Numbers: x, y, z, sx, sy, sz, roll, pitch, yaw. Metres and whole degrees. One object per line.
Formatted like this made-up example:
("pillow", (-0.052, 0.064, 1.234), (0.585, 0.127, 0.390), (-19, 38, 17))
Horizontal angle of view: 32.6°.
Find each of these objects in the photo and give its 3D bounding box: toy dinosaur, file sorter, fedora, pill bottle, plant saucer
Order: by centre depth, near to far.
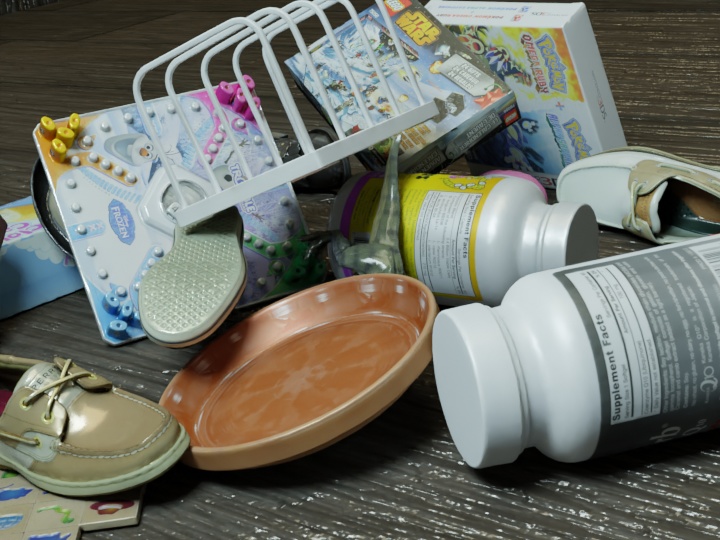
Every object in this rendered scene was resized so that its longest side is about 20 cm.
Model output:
("pill bottle", (0.151, 0.050, 0.737), (0.200, 0.116, 0.116), (-11, 21, -11))
("plant saucer", (-0.039, 0.068, 0.812), (0.200, 0.032, 0.200), (-21, 21, 9))
("toy dinosaur", (0.000, 0.000, 0.926), (0.088, 0.200, 0.047), (-15, -28, 31))
("file sorter", (-0.059, -0.134, 0.961), (0.139, 0.125, 0.200), (-20, 7, 33))
("pill bottle", (0.081, -0.023, 0.971), (0.200, 0.104, 0.104), (6, 24, 30))
("fedora", (-0.188, -0.081, 1.104), (0.200, 0.092, 0.201), (15, 50, -18))

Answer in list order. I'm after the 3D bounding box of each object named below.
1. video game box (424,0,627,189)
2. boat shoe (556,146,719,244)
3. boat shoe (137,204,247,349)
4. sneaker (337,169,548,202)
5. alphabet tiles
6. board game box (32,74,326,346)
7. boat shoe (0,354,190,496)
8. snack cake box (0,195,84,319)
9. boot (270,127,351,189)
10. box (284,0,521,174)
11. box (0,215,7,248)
("video game box", (0.160, -0.168, 1.204), (0.182, 0.200, 0.047), (10, 48, 41))
("boat shoe", (0.258, -0.063, 1.063), (0.200, 0.075, 0.068), (6, 18, 29))
("boat shoe", (-0.119, 0.012, 0.916), (0.074, 0.062, 0.200), (1, 25, 0))
("sneaker", (0.071, -0.048, 1.081), (0.200, 0.080, 0.086), (-8, 22, 0))
("alphabet tiles", (-0.233, 0.143, 0.770), (0.200, 0.008, 0.167), (-7, 20, -1))
("board game box", (-0.148, -0.058, 1.034), (0.200, 0.200, 0.026), (-16, -14, -24))
("boat shoe", (-0.197, 0.091, 0.778), (0.200, 0.066, 0.074), (2, 34, 31))
("snack cake box", (-0.319, -0.013, 1.129), (0.115, 0.067, 0.200), (13, 28, 44))
("boot", (-0.123, -0.094, 1.300), (0.174, 0.069, 0.200), (-25, 19, -33))
("box", (0.034, -0.165, 1.117), (0.137, 0.040, 0.200), (-33, 49, -4))
("box", (-0.412, -0.013, 0.940), (0.200, 0.166, 0.164), (-2, 55, 13))
